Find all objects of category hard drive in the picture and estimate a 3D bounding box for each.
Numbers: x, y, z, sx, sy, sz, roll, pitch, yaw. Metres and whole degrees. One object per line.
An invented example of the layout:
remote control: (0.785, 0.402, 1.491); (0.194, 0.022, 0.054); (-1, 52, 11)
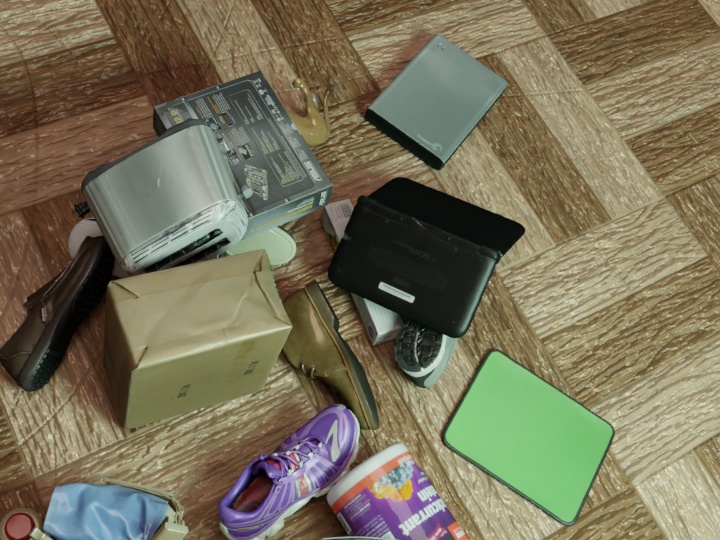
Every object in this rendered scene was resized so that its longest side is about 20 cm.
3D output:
hard drive: (0.115, -0.255, 1.454); (0.139, 0.033, 0.200); (36, 60, 6)

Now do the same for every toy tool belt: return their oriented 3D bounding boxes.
toy tool belt: (-0.282, 0.270, 1.013); (0.198, 0.123, 0.126); (11, 60, -8)

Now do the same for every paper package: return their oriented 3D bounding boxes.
paper package: (-0.189, 0.080, 1.097); (0.189, 0.200, 0.104); (-14, 66, -22)

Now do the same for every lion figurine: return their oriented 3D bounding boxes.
lion figurine: (-0.103, -0.198, 1.345); (0.198, 0.073, 0.123); (-16, 70, -24)

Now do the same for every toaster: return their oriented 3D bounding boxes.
toaster: (-0.224, -0.070, 1.105); (0.199, 0.114, 0.130); (-28, 73, -3)

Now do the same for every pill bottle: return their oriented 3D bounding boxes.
pill bottle: (0.059, 0.306, 1.088); (0.111, 0.112, 0.201); (-28, 72, -26)

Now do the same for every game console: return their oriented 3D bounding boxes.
game console: (0.087, -0.023, 1.254); (0.198, 0.116, 0.177); (23, 88, 20)

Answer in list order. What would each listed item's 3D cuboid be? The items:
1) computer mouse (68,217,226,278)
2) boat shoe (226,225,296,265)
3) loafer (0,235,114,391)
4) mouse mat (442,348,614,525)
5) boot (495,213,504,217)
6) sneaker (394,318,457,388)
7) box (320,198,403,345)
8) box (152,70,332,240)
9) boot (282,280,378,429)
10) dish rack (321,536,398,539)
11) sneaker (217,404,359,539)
computer mouse: (-0.267, -0.017, 1.203); (0.198, 0.044, 0.111); (9, 89, -5)
boat shoe: (-0.175, -0.067, 1.258); (0.198, 0.072, 0.068); (19, 33, -10)
loafer: (-0.359, 0.039, 1.130); (0.070, 0.073, 0.201); (26, 73, 8)
mouse mat: (0.218, 0.210, 1.243); (0.199, 0.008, 0.161); (33, 59, 6)
boot: (0.109, -0.046, 1.316); (0.198, 0.076, 0.074); (-7, 66, -17)
sneaker: (0.100, 0.060, 1.255); (0.073, 0.080, 0.201); (12, 59, 24)
box: (0.000, 0.000, 1.282); (0.041, 0.039, 0.201); (-16, 67, -20)
box: (-0.150, -0.145, 1.230); (0.157, 0.048, 0.201); (-24, 69, -23)
boot: (-0.042, 0.116, 1.196); (0.075, 0.074, 0.201); (-29, 71, -1)
dish rack: (-0.012, 0.365, 1.005); (0.152, 0.055, 0.202); (4, 102, -13)
sneaker: (-0.078, 0.226, 1.093); (0.080, 0.084, 0.200); (35, 66, 27)
